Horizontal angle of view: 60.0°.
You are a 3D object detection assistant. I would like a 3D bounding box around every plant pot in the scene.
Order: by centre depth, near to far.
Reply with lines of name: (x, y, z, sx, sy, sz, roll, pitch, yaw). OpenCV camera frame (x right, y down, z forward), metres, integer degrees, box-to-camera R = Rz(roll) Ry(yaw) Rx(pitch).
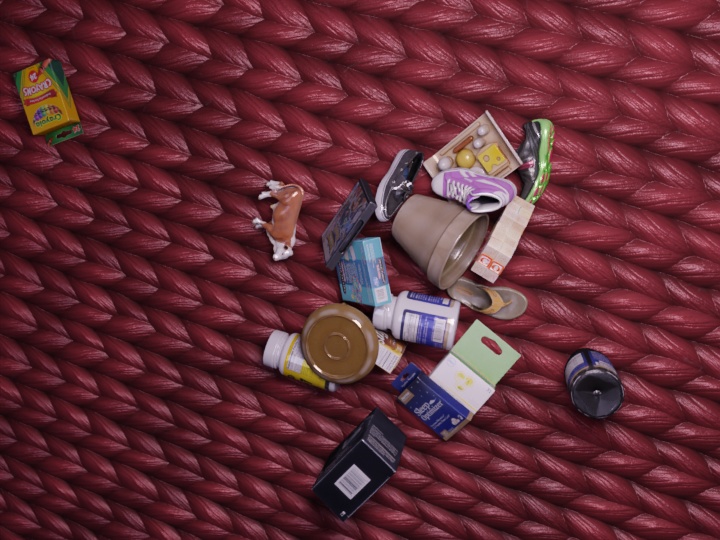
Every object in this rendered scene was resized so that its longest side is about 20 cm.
plant pot: (0.173, -0.086, 1.448, 0.173, 0.199, 0.201, 34, 106, 21)
plant pot: (-0.055, 0.180, 1.497, 0.198, 0.027, 0.203, 2, 100, 13)

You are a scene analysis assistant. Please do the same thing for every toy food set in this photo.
toy food set: (0.256, -0.247, 1.429, 0.199, 0.060, 0.144, -36, 89, 37)

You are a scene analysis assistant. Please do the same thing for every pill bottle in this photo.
pill bottle: (0.519, 0.243, 1.402, 0.110, 0.200, 0.113, 2, 100, 13)
pill bottle: (0.135, 0.114, 1.513, 0.198, 0.120, 0.121, 12, 102, 11)
pill bottle: (-0.140, 0.227, 1.600, 0.198, 0.114, 0.116, 17, 103, 10)

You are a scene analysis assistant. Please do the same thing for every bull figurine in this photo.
bull figurine: (-0.206, -0.129, 1.579, 0.120, 0.065, 0.202, 20, 103, 6)

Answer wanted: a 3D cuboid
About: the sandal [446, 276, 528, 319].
sandal: (0.301, 0.068, 1.500, 0.198, 0.054, 0.081, 18, 103, 10)

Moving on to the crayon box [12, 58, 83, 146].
crayon box: (-0.841, -0.450, 1.684, 0.126, 0.051, 0.202, -16, 96, 15)

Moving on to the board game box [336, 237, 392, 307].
board game box: (0.000, 0.000, 1.492, 0.046, 0.200, 0.153, -14, 98, -22)

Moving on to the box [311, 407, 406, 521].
box: (0.001, 0.480, 1.565, 0.117, 0.200, 0.197, 43, 106, 2)

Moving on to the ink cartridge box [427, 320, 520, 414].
ink cartridge box: (0.277, 0.244, 1.540, 0.145, 0.048, 0.201, 39, 108, 5)

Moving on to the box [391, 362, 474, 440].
box: (0.171, 0.329, 1.561, 0.200, 0.032, 0.121, 40, 134, 5)

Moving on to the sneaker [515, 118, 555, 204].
sneaker: (0.389, -0.244, 1.426, 0.083, 0.076, 0.202, 16, 104, 33)

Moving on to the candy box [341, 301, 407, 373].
candy box: (0.015, 0.163, 1.552, 0.199, 0.117, 0.057, 34, 106, 5)

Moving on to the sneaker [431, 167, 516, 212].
sneaker: (0.232, -0.175, 1.376, 0.199, 0.114, 0.073, 10, 120, 32)

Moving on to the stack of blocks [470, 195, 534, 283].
stack of blocks: (0.312, -0.064, 1.384, 0.058, 0.200, 0.116, 30, 137, 7)

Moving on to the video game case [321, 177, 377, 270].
video game case: (-0.031, -0.114, 1.476, 0.025, 0.200, 0.181, 31, 106, -18)

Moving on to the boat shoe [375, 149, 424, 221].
boat shoe: (0.097, -0.200, 1.449, 0.066, 0.201, 0.070, 4, 145, 39)
